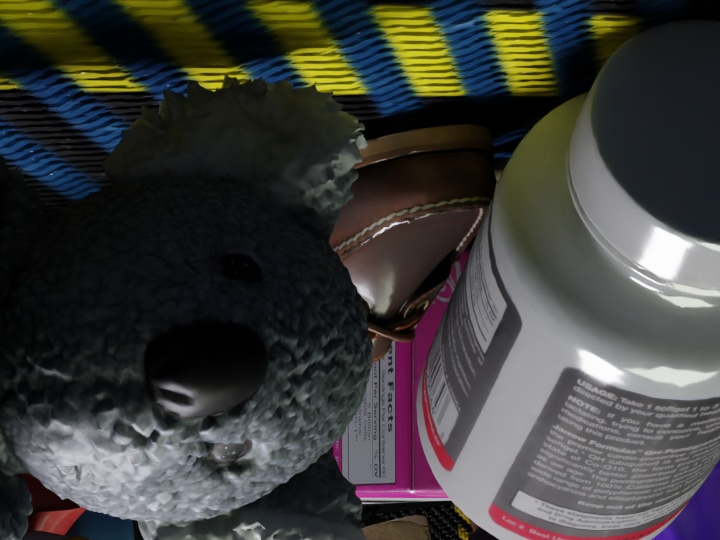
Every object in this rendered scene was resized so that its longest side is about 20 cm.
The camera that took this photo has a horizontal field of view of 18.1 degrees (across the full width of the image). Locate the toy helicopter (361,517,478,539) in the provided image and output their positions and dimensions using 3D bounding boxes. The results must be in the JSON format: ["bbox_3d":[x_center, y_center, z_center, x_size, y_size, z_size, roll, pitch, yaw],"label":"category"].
[{"bbox_3d":[0.042,0.151,1.034,0.131,0.079,0.200,-23,153,10],"label":"toy helicopter"}]

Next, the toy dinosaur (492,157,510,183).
[{"bbox_3d":[0.144,-0.011,0.827,0.199,0.048,0.088,30,151,-1],"label":"toy dinosaur"}]

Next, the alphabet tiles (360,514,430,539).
[{"bbox_3d":[-0.064,0.159,1.088,0.198,0.015,0.196,-13,160,-10],"label":"alphabet tiles"}]

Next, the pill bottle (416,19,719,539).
[{"bbox_3d":[0.089,0.009,0.746,0.110,0.111,0.200,-7,152,-15],"label":"pill bottle"}]

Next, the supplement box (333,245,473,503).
[{"bbox_3d":[0.023,0.050,0.975,0.100,0.104,0.200,3,174,-25],"label":"supplement box"}]

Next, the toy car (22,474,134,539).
[{"bbox_3d":[-0.125,0.113,0.836,0.183,0.200,0.178,8,122,-42],"label":"toy car"}]

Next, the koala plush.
[{"bbox_3d":[-0.086,0.021,0.604,0.199,0.179,0.183,-6,-178,-25],"label":"koala plush"}]

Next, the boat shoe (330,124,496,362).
[{"bbox_3d":[0.000,0.000,0.836,0.070,0.071,0.200,-3,168,-19],"label":"boat shoe"}]

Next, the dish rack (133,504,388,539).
[{"bbox_3d":[-0.075,0.104,1.169,0.199,0.154,0.054,-1,155,-42],"label":"dish rack"}]

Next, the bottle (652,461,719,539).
[{"bbox_3d":[0.128,0.070,0.990,0.083,0.201,0.065,-32,137,13],"label":"bottle"}]

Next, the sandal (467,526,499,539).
[{"bbox_3d":[0.093,0.136,0.981,0.048,0.075,0.200,-50,152,14],"label":"sandal"}]
